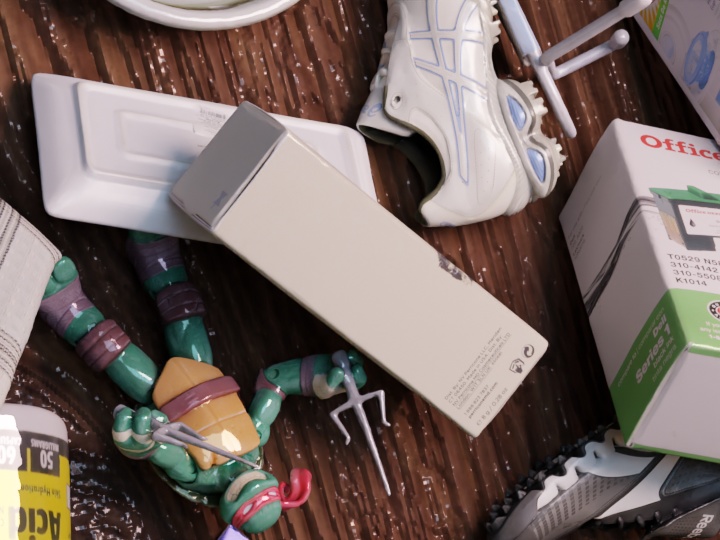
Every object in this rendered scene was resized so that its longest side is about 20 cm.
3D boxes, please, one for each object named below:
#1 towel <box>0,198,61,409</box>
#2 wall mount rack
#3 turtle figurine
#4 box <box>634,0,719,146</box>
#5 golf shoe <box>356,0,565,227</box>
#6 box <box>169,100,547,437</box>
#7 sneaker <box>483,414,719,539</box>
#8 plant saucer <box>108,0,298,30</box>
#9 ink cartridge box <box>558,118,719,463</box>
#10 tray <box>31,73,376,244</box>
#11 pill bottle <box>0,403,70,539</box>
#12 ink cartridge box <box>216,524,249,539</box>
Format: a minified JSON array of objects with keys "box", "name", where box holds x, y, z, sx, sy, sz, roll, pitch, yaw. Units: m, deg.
[{"box":[-0.242,-0.012,1.313,0.193,0.035,0.200,40,33,-16],"name":"towel"},{"box":[0.104,-0.180,1.532,0.075,0.174,0.200,-26,86,2],"name":"wall mount rack"},{"box":[-0.085,0.069,1.429,0.150,0.101,0.200,-22,67,-43],"name":"turtle figurine"},{"box":[0.242,-0.151,1.567,0.101,0.113,0.200,-6,47,-24],"name":"box"},{"box":[0.035,-0.119,1.545,0.097,0.078,0.200,-23,79,-12],"name":"golf shoe"},{"box":[0.000,0.000,1.437,0.200,0.082,0.068,39,89,-27],"name":"box"},{"box":[0.162,0.121,1.531,0.200,0.066,0.091,-31,86,-28],"name":"sneaker"},{"box":[-0.103,-0.225,1.528,0.200,0.050,0.200,6,73,-21],"name":"plant saucer"},{"box":[0.207,0.015,1.514,0.146,0.084,0.200,11,38,-19],"name":"ink cartridge box"},{"box":[-0.079,-0.060,1.479,0.200,0.022,0.107,9,44,-23],"name":"tray"},{"box":[-0.198,0.172,1.350,0.111,0.111,0.200,2,76,-21],"name":"pill bottle"},{"box":[-0.018,0.232,1.448,0.200,0.037,0.095,41,66,-5],"name":"ink cartridge box"}]
